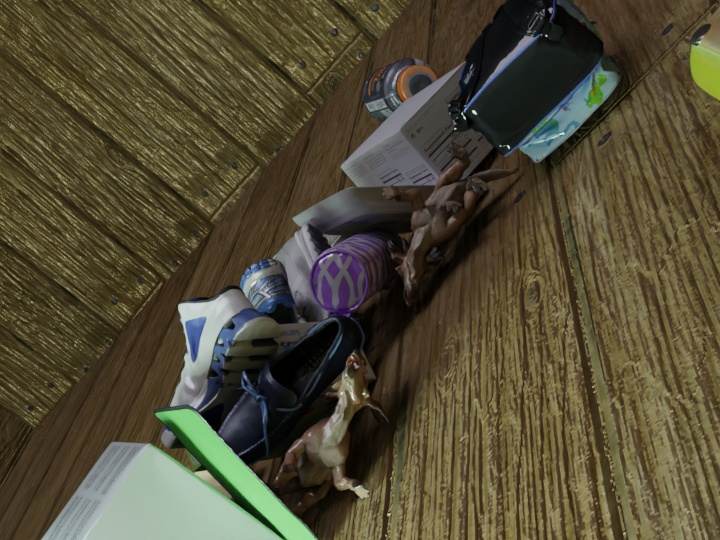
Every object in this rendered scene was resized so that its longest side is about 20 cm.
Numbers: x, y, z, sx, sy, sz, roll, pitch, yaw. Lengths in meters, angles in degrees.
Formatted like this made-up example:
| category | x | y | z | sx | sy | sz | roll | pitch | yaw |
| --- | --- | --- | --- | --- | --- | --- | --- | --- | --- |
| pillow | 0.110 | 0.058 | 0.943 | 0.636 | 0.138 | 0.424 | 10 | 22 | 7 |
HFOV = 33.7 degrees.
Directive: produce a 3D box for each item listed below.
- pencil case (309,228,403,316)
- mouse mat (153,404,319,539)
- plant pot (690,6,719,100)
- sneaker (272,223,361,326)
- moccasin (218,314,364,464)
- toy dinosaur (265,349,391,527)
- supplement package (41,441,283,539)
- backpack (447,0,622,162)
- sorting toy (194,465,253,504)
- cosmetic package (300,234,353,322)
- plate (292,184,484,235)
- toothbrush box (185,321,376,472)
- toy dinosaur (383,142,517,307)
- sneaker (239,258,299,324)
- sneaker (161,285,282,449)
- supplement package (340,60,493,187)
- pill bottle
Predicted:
| category | x | y | z | sx | sy | sz | roll | pitch | yaw |
| --- | --- | --- | --- | --- | --- | --- | --- | --- | --- |
| pencil case | 0.000 | 0.000 | 1.482 | 0.200 | 0.083 | 0.086 | -25 | -59 | -69 |
| mouse mat | -0.128 | 0.211 | 1.216 | 0.008 | 0.200 | 0.161 | -47 | 12 | -22 |
| plant pot | 0.312 | -0.116 | 0.664 | 0.200 | 0.181 | 0.199 | -49 | 14 | 13 |
| sneaker | -0.058 | 0.041 | 1.514 | 0.082 | 0.075 | 0.201 | -34 | 51 | 21 |
| moccasin | -0.084 | 0.116 | 1.241 | 0.200 | 0.080 | 0.068 | -50 | -23 | -2 |
| toy dinosaur | -0.037 | 0.185 | 1.239 | 0.200 | 0.086 | 0.136 | -45 | 14 | 40 |
| supplement package | -0.220 | 0.299 | 1.298 | 0.148 | 0.191 | 0.200 | -56 | 15 | -19 |
| backpack | 0.203 | -0.233 | 1.393 | 0.183 | 0.147 | 0.201 | -46 | 18 | 22 |
| sorting toy | -0.211 | 0.337 | 1.526 | 0.185 | 0.036 | 0.201 | -32 | 28 | 55 |
| cosmetic package | -0.057 | 0.033 | 1.684 | 0.200 | 0.087 | 0.103 | -50 | 12 | 10 |
| plate | 0.035 | -0.075 | 1.548 | 0.199 | 0.198 | 0.033 | 160 | 106 | -64 |
| toothbrush box | -0.104 | 0.147 | 1.395 | 0.145 | 0.087 | 0.200 | 0 | -35 | -49 |
| toy dinosaur | 0.099 | -0.063 | 1.434 | 0.200 | 0.086 | 0.136 | -39 | -28 | -23 |
| sneaker | -0.110 | 0.088 | 1.466 | 0.076 | 0.201 | 0.085 | -17 | 43 | -17 |
| sneaker | -0.162 | 0.094 | 1.307 | 0.200 | 0.080 | 0.115 | -59 | 45 | 27 |
| supplement package | 0.092 | -0.176 | 1.646 | 0.156 | 0.111 | 0.200 | -47 | 11 | -23 |
| pill bottle | 0.078 | -0.324 | 2.138 | 0.107 | 0.106 | 0.200 | -53 | 14 | -7 |
